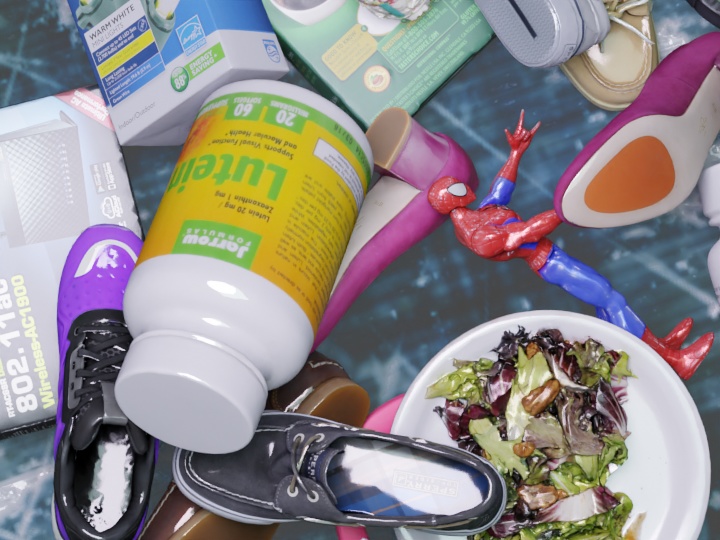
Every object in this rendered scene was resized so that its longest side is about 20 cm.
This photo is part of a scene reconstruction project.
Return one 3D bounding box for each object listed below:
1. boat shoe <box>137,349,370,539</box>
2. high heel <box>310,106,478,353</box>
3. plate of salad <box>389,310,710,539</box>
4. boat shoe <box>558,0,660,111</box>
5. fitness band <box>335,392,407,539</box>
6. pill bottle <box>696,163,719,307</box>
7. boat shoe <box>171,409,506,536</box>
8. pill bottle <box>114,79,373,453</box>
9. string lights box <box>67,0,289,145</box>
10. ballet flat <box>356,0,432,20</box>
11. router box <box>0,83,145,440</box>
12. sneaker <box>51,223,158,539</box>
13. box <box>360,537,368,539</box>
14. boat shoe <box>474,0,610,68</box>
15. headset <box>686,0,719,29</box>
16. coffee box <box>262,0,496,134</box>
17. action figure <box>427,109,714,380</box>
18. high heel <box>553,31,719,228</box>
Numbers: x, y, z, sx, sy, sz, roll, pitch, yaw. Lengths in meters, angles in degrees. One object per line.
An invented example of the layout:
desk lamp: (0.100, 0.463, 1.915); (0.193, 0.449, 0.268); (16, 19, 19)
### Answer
boat shoe: (-0.080, 0.132, 1.478); (0.200, 0.070, 0.070); (-46, 50, -9)
high heel: (0.000, 0.000, 1.487); (0.096, 0.067, 0.200); (36, 80, -46)
plate of salad: (0.114, 0.125, 1.452); (0.199, 0.048, 0.201); (0, 91, 1)
boat shoe: (0.140, -0.198, 1.515); (0.073, 0.063, 0.201); (-20, 88, -6)
fitness band: (0.081, 0.147, 1.500); (0.199, 0.037, 0.144); (6, 82, -4)
pill bottle: (0.281, 0.022, 1.482); (0.113, 0.113, 0.201); (-17, 87, -5)
boat shoe: (-0.013, 0.120, 1.400); (0.199, 0.066, 0.070); (11, 79, 4)
pill bottle: (-0.070, -0.001, 1.371); (0.111, 0.111, 0.200); (20, 57, -2)
string lights box: (-0.128, -0.187, 1.457); (0.103, 0.059, 0.201); (-31, 74, 34)
ballet flat: (-0.004, -0.248, 1.458); (0.075, 0.064, 0.201); (-24, 85, 26)
router box: (-0.205, -0.002, 1.476); (0.149, 0.062, 0.201); (-15, 87, -4)
sneaker: (-0.143, 0.071, 1.392); (0.069, 0.100, 0.201); (1, 86, -7)
box: (0.069, 0.240, 1.444); (0.200, 0.122, 0.048); (27, 62, -2)
boat shoe: (0.082, -0.212, 1.481); (0.067, 0.074, 0.200); (-17, 76, -47)
headset: (0.234, -0.242, 1.509); (0.123, 0.094, 0.200); (-35, 78, -6)
coffee box: (-0.014, -0.190, 1.513); (0.123, 0.044, 0.200); (-44, 90, -7)
action figure: (0.137, -0.023, 1.478); (0.200, 0.065, 0.099); (28, 93, -16)
high heel: (0.174, -0.085, 1.470); (0.200, 0.096, 0.068); (-29, 115, -28)
